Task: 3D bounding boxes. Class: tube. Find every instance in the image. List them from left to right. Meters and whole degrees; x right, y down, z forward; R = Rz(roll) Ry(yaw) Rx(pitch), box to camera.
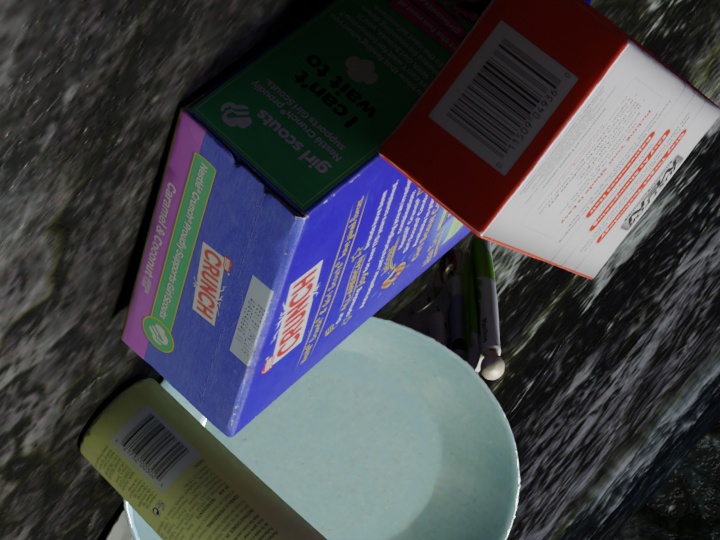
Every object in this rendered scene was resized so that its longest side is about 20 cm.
[{"bbox_3d":[-0.049,0.137,1.383,0.052,0.200,0.058,-39,163,-29],"label":"tube"}]

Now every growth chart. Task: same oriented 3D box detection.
[{"bbox_3d":[0.010,0.073,1.563,0.200,0.018,0.145,-43,-149,24],"label":"growth chart"}]

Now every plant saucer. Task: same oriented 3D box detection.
[{"bbox_3d":[-0.020,0.101,1.477,0.201,0.201,0.039,-54,-163,21],"label":"plant saucer"}]

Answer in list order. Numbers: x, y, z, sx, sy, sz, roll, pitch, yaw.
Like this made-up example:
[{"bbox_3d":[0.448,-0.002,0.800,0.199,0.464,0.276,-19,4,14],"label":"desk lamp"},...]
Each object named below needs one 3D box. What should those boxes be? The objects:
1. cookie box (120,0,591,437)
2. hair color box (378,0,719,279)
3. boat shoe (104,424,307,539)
[{"bbox_3d":[-0.003,-0.047,1.282,0.200,0.075,0.171,-40,163,-35],"label":"cookie box"},{"bbox_3d":[0.085,-0.060,1.245,0.102,0.061,0.200,-53,162,6],"label":"hair color box"},{"bbox_3d":[-0.079,0.129,1.555,0.200,0.068,0.072,-56,165,29],"label":"boat shoe"}]
